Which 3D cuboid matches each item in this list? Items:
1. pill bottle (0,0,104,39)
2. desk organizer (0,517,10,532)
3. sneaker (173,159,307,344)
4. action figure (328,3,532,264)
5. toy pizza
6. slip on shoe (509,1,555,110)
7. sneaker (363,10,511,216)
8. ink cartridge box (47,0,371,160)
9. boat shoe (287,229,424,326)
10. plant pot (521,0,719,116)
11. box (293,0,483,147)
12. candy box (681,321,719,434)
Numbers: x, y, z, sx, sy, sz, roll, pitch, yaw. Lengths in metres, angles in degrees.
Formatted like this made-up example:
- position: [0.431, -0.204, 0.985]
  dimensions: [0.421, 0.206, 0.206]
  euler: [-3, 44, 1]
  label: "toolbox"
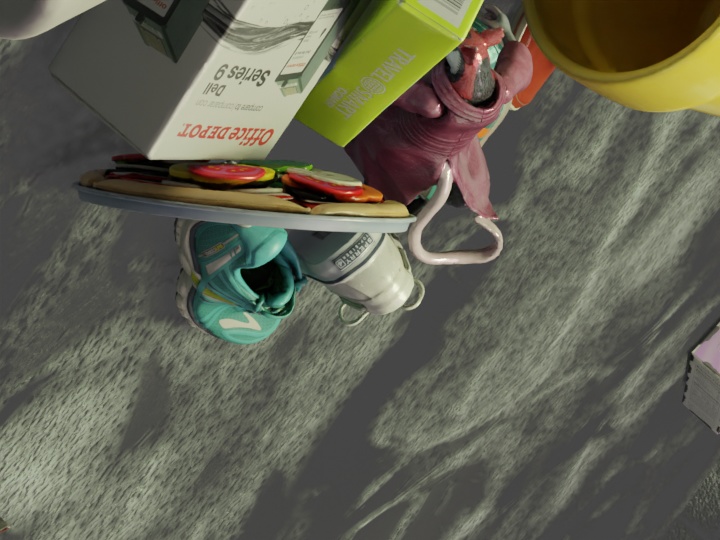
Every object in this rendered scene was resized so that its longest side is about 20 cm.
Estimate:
- position: [-0.105, -0.192, 1.053]
  dimensions: [0.200, 0.114, 0.115]
  euler: [-34, 156, -39]
  label: "pill bottle"
- position: [-0.310, 0.185, 1.381]
  dimensions: [0.200, 0.072, 0.077]
  euler: [-23, 151, -52]
  label: "desk organizer"
- position: [-0.076, 0.007, 1.552]
  dimensions: [0.078, 0.080, 0.200]
  euler: [-44, 161, -14]
  label: "sneaker"
- position: [0.047, -0.097, 1.510]
  dimensions: [0.133, 0.150, 0.200]
  euler: [-7, 165, -17]
  label: "action figure"
- position: [-0.066, -0.048, 1.339]
  dimensions: [0.200, 0.199, 0.032]
  euler: [-3, 100, -65]
  label: "toy pizza"
- position: [0.165, -0.198, 1.735]
  dimensions: [0.201, 0.061, 0.074]
  euler: [-55, 162, 19]
  label: "slip on shoe"
- position: [0.049, -0.097, 1.647]
  dimensions: [0.080, 0.071, 0.201]
  euler: [-42, 162, -37]
  label: "sneaker"
- position: [-0.058, -0.161, 1.264]
  dimensions: [0.201, 0.084, 0.146]
  euler: [-55, 161, 16]
  label: "ink cartridge box"
- position: [0.004, -0.003, 1.585]
  dimensions: [0.075, 0.086, 0.202]
  euler: [-42, -168, -4]
  label: "boat shoe"
- position: [0.243, -0.191, 1.624]
  dimensions: [0.188, 0.201, 0.201]
  euler: [25, 106, -47]
  label: "plant pot"
- position: [0.023, -0.153, 1.356]
  dimensions: [0.123, 0.047, 0.200]
  euler: [-64, -167, -25]
  label: "box"
- position: [0.508, 0.106, 3.077]
  dimensions: [0.168, 0.071, 0.200]
  euler: [-45, 161, -14]
  label: "candy box"
